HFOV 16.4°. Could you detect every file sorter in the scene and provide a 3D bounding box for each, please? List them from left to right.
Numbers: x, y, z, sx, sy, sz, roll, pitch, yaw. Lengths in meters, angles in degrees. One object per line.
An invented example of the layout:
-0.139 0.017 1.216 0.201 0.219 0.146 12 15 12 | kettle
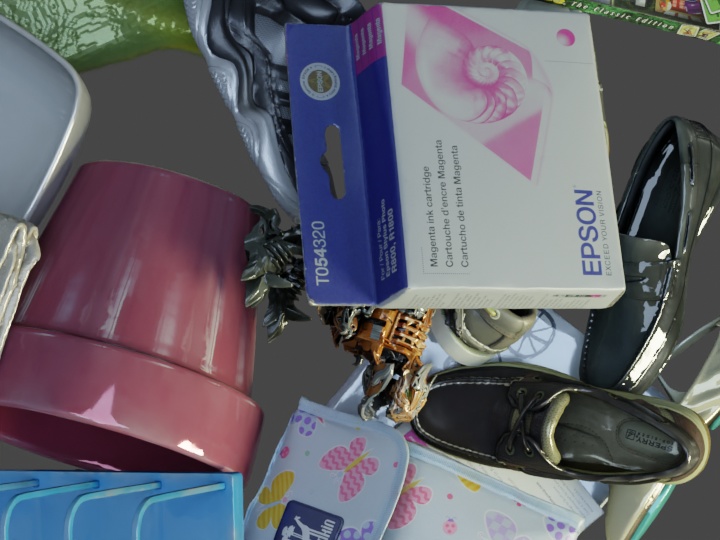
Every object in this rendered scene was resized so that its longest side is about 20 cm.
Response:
-0.187 0.197 1.550 0.200 0.123 0.139 -2 89 26 | file sorter

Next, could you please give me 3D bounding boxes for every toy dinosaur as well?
0.000 0.000 1.602 0.135 0.102 0.200 -5 49 8 | toy dinosaur

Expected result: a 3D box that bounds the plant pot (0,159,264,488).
-0.147 0.033 1.633 0.200 0.200 0.179 16 76 -1 | plant pot

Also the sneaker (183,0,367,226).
-0.033 -0.124 1.676 0.114 0.075 0.200 -26 89 3 | sneaker

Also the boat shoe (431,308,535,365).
0.063 -0.041 1.650 0.060 0.072 0.202 -32 69 42 | boat shoe

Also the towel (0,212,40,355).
-0.297 0.007 1.582 0.200 0.034 0.133 19 87 30 | towel

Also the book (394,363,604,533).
0.044 0.173 1.678 0.200 0.048 0.134 -38 90 -2 | book

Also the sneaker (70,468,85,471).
-0.213 0.237 1.686 0.087 0.074 0.200 33 90 -6 | sneaker

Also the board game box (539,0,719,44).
0.158 -0.221 1.664 0.199 0.023 0.105 11 68 -16 | board game box

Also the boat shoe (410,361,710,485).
0.126 0.098 1.624 0.199 0.065 0.073 5 88 12 | boat shoe

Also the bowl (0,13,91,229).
-0.284 -0.080 1.659 0.199 0.075 0.200 31 90 17 | bowl

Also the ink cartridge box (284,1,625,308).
0.059 -0.073 1.577 0.199 0.043 0.197 0 69 -17 | ink cartridge box

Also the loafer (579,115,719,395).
0.187 -0.007 1.672 0.068 0.070 0.201 15 81 40 | loafer

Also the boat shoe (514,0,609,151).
0.132 -0.089 1.688 0.072 0.060 0.202 1 90 31 | boat shoe

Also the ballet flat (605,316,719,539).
0.212 0.098 1.680 0.069 0.069 0.200 40 85 -1 | ballet flat

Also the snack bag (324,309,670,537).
0.084 0.107 1.711 0.200 0.021 0.189 39 90 -2 | snack bag

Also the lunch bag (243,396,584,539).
0.017 0.194 1.596 0.200 0.127 0.170 25 81 5 | lunch bag
